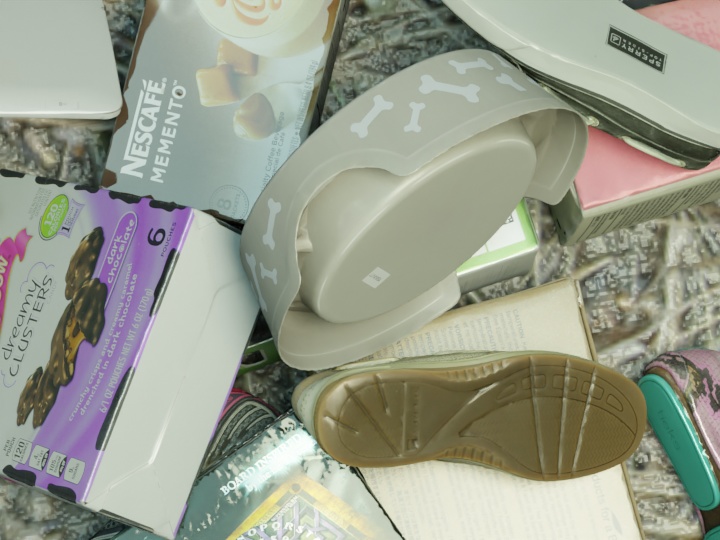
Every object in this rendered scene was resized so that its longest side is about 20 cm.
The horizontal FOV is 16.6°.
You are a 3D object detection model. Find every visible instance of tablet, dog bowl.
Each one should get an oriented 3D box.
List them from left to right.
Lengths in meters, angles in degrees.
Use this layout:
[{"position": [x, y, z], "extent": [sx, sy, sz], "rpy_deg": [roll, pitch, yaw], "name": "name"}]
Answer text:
[{"position": [-0.242, -0.129, 1.421], "extent": [0.199, 0.014, 0.130], "rpy_deg": [0, 38, -14], "name": "tablet"}, {"position": [0.023, -0.035, 1.286], "extent": [0.200, 0.200, 0.059], "rpy_deg": [-36, 69, -5], "name": "dog bowl"}]

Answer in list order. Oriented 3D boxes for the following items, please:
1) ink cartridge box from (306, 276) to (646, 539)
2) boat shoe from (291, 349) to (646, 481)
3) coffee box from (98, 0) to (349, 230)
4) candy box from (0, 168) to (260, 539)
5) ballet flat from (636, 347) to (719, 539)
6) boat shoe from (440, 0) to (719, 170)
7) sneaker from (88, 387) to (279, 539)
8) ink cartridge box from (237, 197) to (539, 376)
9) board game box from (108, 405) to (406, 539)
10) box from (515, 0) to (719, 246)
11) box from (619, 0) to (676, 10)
[{"position": [0.069, 0.123, 1.426], "extent": [0.164, 0.075, 0.201], "rpy_deg": [-14, 82, -4], "name": "ink cartridge box"}, {"position": [0.061, 0.075, 1.359], "extent": [0.199, 0.065, 0.073], "rpy_deg": [0, 100, -20], "name": "boat shoe"}, {"position": [-0.074, -0.124, 1.453], "extent": [0.114, 0.080, 0.201], "rpy_deg": [14, 83, 2], "name": "coffee box"}, {"position": [-0.155, 0.042, 1.377], "extent": [0.071, 0.199, 0.169], "rpy_deg": [26, 81, -40], "name": "candy box"}, {"position": [0.225, 0.138, 1.436], "extent": [0.071, 0.069, 0.201], "rpy_deg": [-17, 82, -22], "name": "ballet flat"}, {"position": [0.115, -0.112, 1.317], "extent": [0.199, 0.064, 0.071], "rpy_deg": [30, 54, -10], "name": "boat shoe"}, {"position": [-0.119, 0.153, 1.427], "extent": [0.200, 0.081, 0.075], "rpy_deg": [-38, 56, -5], "name": "sneaker"}, {"position": [0.000, 0.000, 1.427], "extent": [0.199, 0.104, 0.060], "rpy_deg": [-19, 83, -2], "name": "ink cartridge box"}, {"position": [-0.073, 0.182, 1.362], "extent": [0.200, 0.028, 0.136], "rpy_deg": [-35, 89, -4], "name": "board game box"}, {"position": [0.198, -0.100, 1.429], "extent": [0.199, 0.128, 0.110], "rpy_deg": [-17, 83, -3], "name": "box"}, {"position": [0.143, -0.246, 1.400], "extent": [0.195, 0.200, 0.124], "rpy_deg": [-11, 125, -3], "name": "box"}]
